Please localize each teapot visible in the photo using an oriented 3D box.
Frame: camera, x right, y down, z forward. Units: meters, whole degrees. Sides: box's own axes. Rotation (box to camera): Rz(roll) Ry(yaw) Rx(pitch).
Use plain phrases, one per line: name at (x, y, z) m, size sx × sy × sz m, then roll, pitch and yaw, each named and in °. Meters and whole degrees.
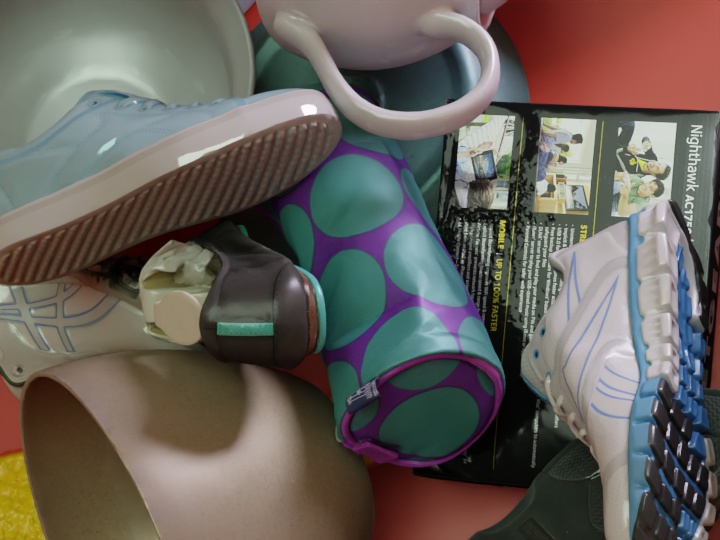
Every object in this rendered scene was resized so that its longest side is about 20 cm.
teapot at (0.035, -0.187, 0.934) m, size 0.145 × 0.197 × 0.202 m, roll 14°, pitch 108°, yaw 11°

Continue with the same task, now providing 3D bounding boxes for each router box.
router box at (0.111, 0.015, 0.943) m, size 0.148 × 0.051 × 0.202 m, roll 4°, pitch 85°, yaw 17°

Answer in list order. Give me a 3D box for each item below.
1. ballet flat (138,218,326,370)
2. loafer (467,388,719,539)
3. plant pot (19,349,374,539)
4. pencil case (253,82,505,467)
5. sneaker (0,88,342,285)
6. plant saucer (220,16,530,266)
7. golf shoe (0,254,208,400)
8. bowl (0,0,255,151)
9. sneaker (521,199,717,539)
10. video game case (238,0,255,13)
ballet flat at (-0.073, 0.010, 0.897) m, size 0.068 × 0.200 × 0.069 m, roll -6°, pitch 94°, yaw -15°
loafer at (0.111, 0.133, 0.881) m, size 0.199 × 0.063 × 0.072 m, roll -35°, pitch 50°, yaw 0°
plant pot at (-0.072, 0.122, 0.920) m, size 0.134 × 0.201 × 0.201 m, roll -22°, pitch 64°, yaw -26°
pencil case at (0.000, 0.000, 0.918) m, size 0.092 × 0.085 × 0.201 m, roll -33°, pitch 51°, yaw 15°
sneaker at (-0.109, -0.064, 0.902) m, size 0.198 × 0.074 × 0.083 m, roll -19°, pitch 68°, yaw 9°
plant saucer at (-0.002, -0.089, 1.035) m, size 0.198 × 0.036 × 0.202 m, roll -5°, pitch 71°, yaw 14°
golf shoe at (-0.162, 0.034, 1.034) m, size 0.198 × 0.078 × 0.098 m, roll 18°, pitch 97°, yaw 25°
bowl at (-0.153, -0.089, 1.018) m, size 0.199 × 0.091 × 0.203 m, roll -1°, pitch 67°, yaw 3°
sneaker at (0.117, 0.061, 0.849) m, size 0.086 × 0.075 × 0.201 m, roll -15°, pitch 43°, yaw 25°
video game case at (-0.185, -0.169, 1.121) m, size 0.200 × 0.023 × 0.182 m, roll 40°, pitch 87°, yaw 24°
